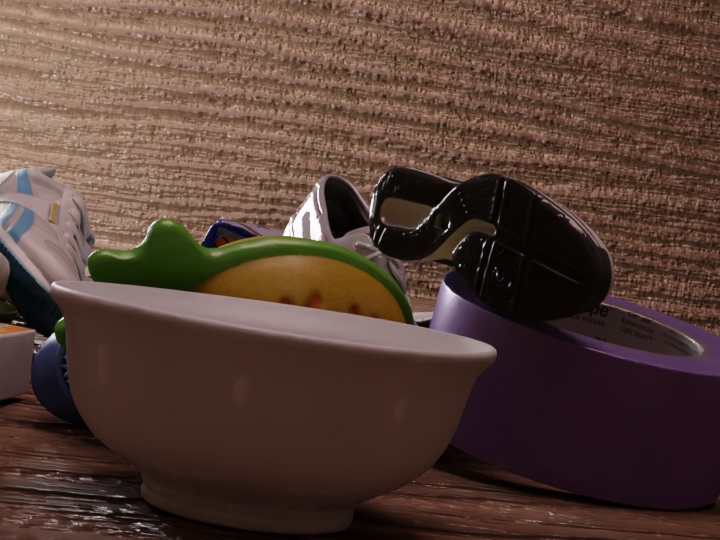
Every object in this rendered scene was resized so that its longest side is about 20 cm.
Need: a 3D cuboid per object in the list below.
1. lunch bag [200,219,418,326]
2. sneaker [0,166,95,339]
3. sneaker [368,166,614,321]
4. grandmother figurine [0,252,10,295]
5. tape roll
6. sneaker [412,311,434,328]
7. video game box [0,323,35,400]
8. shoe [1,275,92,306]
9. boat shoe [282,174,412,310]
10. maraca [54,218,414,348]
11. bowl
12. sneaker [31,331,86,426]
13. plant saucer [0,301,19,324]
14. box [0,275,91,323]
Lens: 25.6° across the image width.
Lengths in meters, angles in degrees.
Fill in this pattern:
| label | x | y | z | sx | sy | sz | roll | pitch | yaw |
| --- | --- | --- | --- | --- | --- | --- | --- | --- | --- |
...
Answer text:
| label | x | y | z | sx | sy | sz | roll | pitch | yaw |
| --- | --- | --- | --- | --- | --- | --- | --- | --- | --- |
| lunch bag | -0.038 | 0.035 | 1.241 | 0.200 | 0.124 | 0.170 | 22 | 2 | -3 |
| sneaker | -0.233 | -0.021 | 1.167 | 0.081 | 0.077 | 0.200 | -22 | 39 | -18 |
| sneaker | 0.105 | -0.020 | 0.954 | 0.115 | 0.076 | 0.200 | 5 | 12 | -36 |
| grandmother figurine | -0.311 | -0.005 | 1.128 | 0.121 | 0.061 | 0.200 | -4 | 7 | -38 |
| tape roll | 0.136 | 0.069 | 0.973 | 0.200 | 0.085 | 0.200 | 15 | 10 | -3 |
| sneaker | 0.053 | 0.065 | 1.391 | 0.200 | 0.073 | 0.085 | 10 | -1 | -16 |
| video game box | -0.294 | 0.042 | 0.860 | 0.182 | 0.047 | 0.200 | 11 | 2 | 5 |
| shoe | -0.223 | 0.026 | 1.232 | 0.070 | 0.053 | 0.200 | 42 | -14 | -33 |
| boat shoe | 0.000 | 0.000 | 1.076 | 0.072 | 0.069 | 0.200 | 15 | 25 | -20 |
| maraca | -0.063 | 0.036 | 0.855 | 0.200 | 0.137 | 0.107 | 15 | 25 | -29 |
| bowl | -0.044 | 0.063 | 0.706 | 0.201 | 0.090 | 0.201 | 8 | 2 | 0 |
| sneaker | -0.143 | 0.058 | 0.939 | 0.078 | 0.070 | 0.200 | -16 | -3 | 26 |
| plant saucer | -0.356 | 0.030 | 1.177 | 0.200 | 0.031 | 0.200 | 10 | 2 | 0 |
| box | -0.202 | 0.037 | 1.446 | 0.160 | 0.049 | 0.200 | 12 | 3 | 32 |
